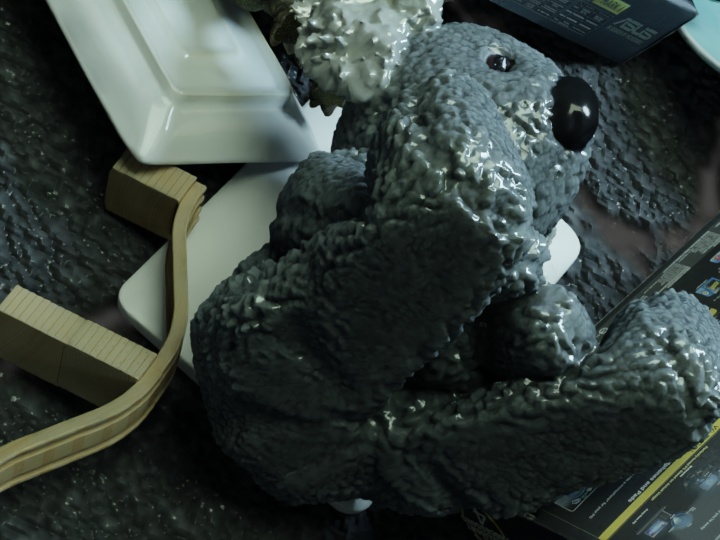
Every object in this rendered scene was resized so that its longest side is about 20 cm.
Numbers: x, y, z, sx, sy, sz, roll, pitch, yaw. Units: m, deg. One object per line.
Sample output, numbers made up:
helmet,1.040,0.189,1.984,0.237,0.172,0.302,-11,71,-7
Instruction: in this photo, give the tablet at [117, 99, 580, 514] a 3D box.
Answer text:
tablet,0.000,0.000,1.208,0.130,0.014,0.200,42,47,1

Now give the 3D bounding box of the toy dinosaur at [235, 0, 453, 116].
toy dinosaur,-0.031,-0.130,1.213,0.200,0.077,0.102,28,17,-38

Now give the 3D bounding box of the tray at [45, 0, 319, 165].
tray,-0.092,-0.129,1.213,0.107,0.022,0.200,-3,56,-48

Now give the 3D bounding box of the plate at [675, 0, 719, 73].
plate,0.240,-0.103,1.377,0.200,0.026,0.200,7,32,-4

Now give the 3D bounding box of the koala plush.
koala plush,0.029,-0.022,1.124,0.177,0.184,0.200,41,37,-30

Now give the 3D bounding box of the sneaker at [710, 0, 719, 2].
sneaker,0.121,-0.212,1.298,0.200,0.078,0.140,39,27,-57

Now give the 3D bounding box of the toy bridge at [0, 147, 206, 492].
toy bridge,-0.106,0.032,1.099,0.067,0.027,0.200,26,46,8

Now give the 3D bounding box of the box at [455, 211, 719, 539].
box,0.151,0.052,1.129,0.200,0.161,0.049,-41,123,-20

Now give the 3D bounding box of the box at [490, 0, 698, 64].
box,0.059,-0.187,1.297,0.200,0.051,0.158,18,46,-54
